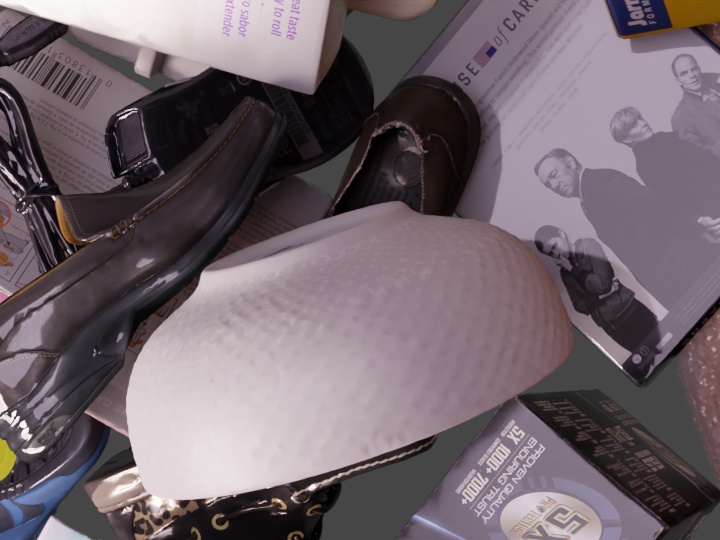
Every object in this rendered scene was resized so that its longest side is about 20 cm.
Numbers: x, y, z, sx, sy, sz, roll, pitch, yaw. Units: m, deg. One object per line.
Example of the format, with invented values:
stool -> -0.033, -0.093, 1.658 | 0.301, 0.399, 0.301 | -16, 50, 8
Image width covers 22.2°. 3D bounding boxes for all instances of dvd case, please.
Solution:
dvd case -> 0.120, -0.064, 0.927 | 0.200, 0.025, 0.151 | 44, 100, 17

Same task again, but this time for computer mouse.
computer mouse -> -0.099, -0.081, 0.913 | 0.199, 0.046, 0.141 | -35, 92, -21

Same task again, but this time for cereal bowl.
cereal bowl -> -0.012, 0.024, 0.796 | 0.198, 0.200, 0.084 | -17, 98, 17

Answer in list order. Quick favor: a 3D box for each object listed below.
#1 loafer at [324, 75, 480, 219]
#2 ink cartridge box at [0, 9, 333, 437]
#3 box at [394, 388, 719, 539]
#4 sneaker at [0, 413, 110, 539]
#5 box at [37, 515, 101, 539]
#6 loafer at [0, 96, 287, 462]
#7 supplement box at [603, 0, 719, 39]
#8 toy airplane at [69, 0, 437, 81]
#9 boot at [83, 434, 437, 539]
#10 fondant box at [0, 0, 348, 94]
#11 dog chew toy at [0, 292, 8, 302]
loafer -> 0.000, 0.000, 0.925 | 0.072, 0.071, 0.202 | 19, 107, 19
ink cartridge box -> -0.137, -0.013, 0.921 | 0.199, 0.045, 0.177 | 30, 59, -2
box -> 0.072, 0.143, 0.836 | 0.086, 0.200, 0.164 | 40, 98, 16
sneaker -> -0.182, 0.107, 0.966 | 0.199, 0.078, 0.067 | -32, 58, 37
box -> -0.090, 0.219, 0.872 | 0.199, 0.048, 0.123 | 30, 99, -8
loafer -> -0.110, -0.011, 0.836 | 0.072, 0.073, 0.200 | 41, 71, -7
supplement box -> 0.201, -0.196, 0.847 | 0.198, 0.110, 0.110 | -9, 61, 18
toy airplane -> -0.076, -0.194, 0.959 | 0.198, 0.142, 0.201 | -19, 117, 27
boot -> -0.031, 0.142, 0.915 | 0.198, 0.073, 0.152 | -17, 99, 24
fondant box -> -0.097, -0.181, 0.850 | 0.198, 0.058, 0.145 | 16, 127, 5
dog chew toy -> -0.192, 0.014, 0.981 | 0.198, 0.125, 0.126 | 15, 91, 7
